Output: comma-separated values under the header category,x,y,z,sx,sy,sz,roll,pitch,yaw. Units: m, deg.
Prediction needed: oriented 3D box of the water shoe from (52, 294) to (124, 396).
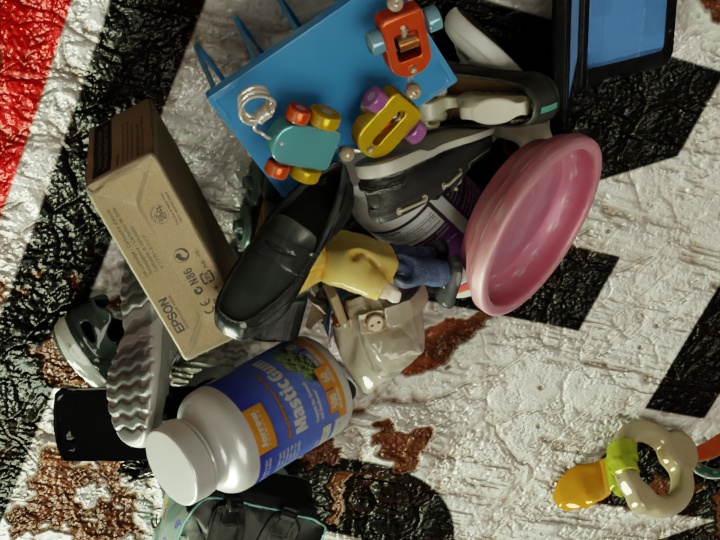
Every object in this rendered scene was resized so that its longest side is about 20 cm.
category,x,y,z,sx,sy,sz,roll,pitch,yaw
water shoe,-0.236,0.106,1.731,0.079,0.072,0.200,-36,129,10

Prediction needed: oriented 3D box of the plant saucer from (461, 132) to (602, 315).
category,x,y,z,sx,sy,sz,roll,pitch,yaw
plant saucer,0.164,-0.052,1.629,0.200,0.051,0.201,-42,151,-30

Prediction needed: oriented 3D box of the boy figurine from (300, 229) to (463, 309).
category,x,y,z,sx,sy,sz,roll,pitch,yaw
boy figurine,0.000,0.000,1.585,0.198,0.124,0.065,0,114,-24

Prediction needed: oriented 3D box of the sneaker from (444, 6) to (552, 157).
category,x,y,z,sx,sy,sz,roll,pitch,yaw
sneaker,0.130,-0.179,1.659,0.085,0.073,0.200,-40,130,7

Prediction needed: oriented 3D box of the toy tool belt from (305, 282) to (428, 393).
category,x,y,z,sx,sy,sz,roll,pitch,yaw
toy tool belt,0.003,0.030,1.712,0.125,0.200,0.123,-39,106,11

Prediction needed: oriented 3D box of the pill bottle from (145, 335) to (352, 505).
category,x,y,z,sx,sy,sz,roll,pitch,yaw
pill bottle,-0.113,0.154,1.650,0.199,0.112,0.113,-28,136,-36

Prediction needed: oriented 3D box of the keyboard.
category,x,y,z,sx,sy,sz,roll,pitch,yaw
keyboard,-0.221,0.172,1.718,0.198,0.040,0.105,1,92,-8

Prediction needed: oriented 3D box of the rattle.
category,x,y,z,sx,sy,sz,roll,pitch,yaw
rattle,0.366,0.263,2.077,0.199,0.130,0.143,-13,146,-45

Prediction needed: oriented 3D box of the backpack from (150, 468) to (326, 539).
category,x,y,z,sx,sy,sz,roll,pitch,yaw
backpack,-0.154,0.313,1.862,0.175,0.153,0.201,13,110,-25

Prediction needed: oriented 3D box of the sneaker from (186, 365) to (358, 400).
category,x,y,z,sx,sy,sz,roll,pitch,yaw
sneaker,-0.088,0.159,1.799,0.198,0.114,0.076,-1,126,-20

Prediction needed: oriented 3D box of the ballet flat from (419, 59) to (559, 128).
category,x,y,z,sx,sy,sz,roll,pitch,yaw
ballet flat,0.094,-0.169,1.595,0.198,0.068,0.069,2,113,24

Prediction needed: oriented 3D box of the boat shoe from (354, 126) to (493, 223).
category,x,y,z,sx,sy,sz,roll,pitch,yaw
boat shoe,0.067,-0.096,1.577,0.200,0.073,0.061,-28,112,-53

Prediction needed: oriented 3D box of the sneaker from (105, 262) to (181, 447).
category,x,y,z,sx,sy,sz,roll,pitch,yaw
sneaker,-0.201,0.082,1.667,0.074,0.202,0.082,-8,159,43

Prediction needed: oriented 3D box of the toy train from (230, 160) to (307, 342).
category,x,y,z,sx,sy,sz,roll,pitch,yaw
toy train,-0.083,-0.024,1.667,0.085,0.114,0.201,3,124,-23

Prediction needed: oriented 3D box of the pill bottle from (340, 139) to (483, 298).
category,x,y,z,sx,sy,sz,roll,pitch,yaw
pill bottle,0.065,-0.064,1.694,0.112,0.113,0.200,-41,128,12

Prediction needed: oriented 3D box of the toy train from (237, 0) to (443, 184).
category,x,y,z,sx,sy,sz,roll,pitch,yaw
toy train,-0.015,-0.165,1.473,0.199,0.056,0.151,-26,129,-5

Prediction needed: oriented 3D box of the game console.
category,x,y,z,sx,sy,sz,roll,pitch,yaw
game console,0.254,-0.253,1.629,0.115,0.176,0.201,5,128,11

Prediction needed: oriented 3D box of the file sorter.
category,x,y,z,sx,sy,sz,roll,pitch,yaw
file sorter,-0.039,-0.200,1.549,0.199,0.123,0.139,-33,130,6

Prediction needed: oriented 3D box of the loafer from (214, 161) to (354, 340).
category,x,y,z,sx,sy,sz,roll,pitch,yaw
loafer,-0.070,-0.022,1.497,0.201,0.068,0.071,-53,164,-32

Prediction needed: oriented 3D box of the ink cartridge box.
category,x,y,z,sx,sy,sz,roll,pitch,yaw
ink cartridge box,-0.183,-0.041,1.556,0.075,0.165,0.201,-26,114,2
